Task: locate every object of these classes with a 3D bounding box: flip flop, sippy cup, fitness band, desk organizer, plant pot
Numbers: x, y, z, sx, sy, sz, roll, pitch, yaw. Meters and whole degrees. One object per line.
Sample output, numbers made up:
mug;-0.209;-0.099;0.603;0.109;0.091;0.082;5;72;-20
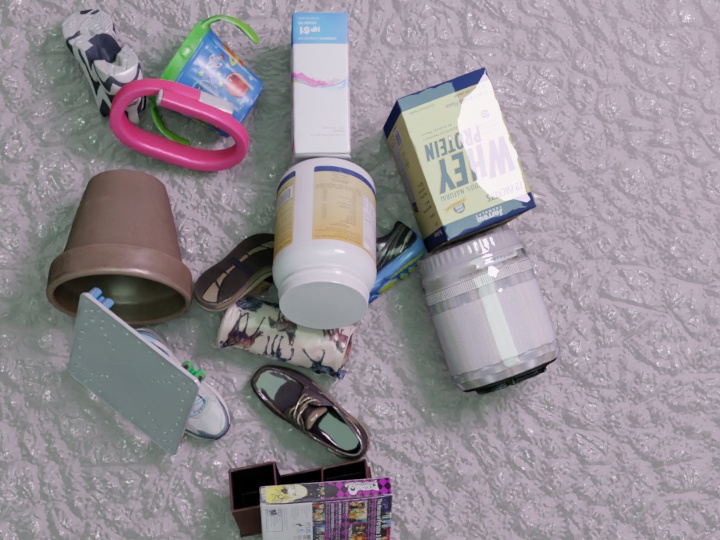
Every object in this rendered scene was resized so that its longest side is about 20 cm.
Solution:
flip flop;-0.158;0.009;1.576;0.080;0.058;0.199;31;46;23
sippy cup;-0.215;-0.265;1.593;0.130;0.178;0.141;35;54;-12
fitness band;-0.250;-0.198;1.544;0.197;0.144;0.038;18;56;-22
desk organizer;-0.082;0.307;1.549;0.196;0.078;0.073;-11;53;1
plant pot;-0.331;-0.038;1.541;0.196;0.201;0.178;-1;67;-5

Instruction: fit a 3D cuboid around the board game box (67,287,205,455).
board game box;-0.306;0.139;1.507;0.199;0.201;0.026;36;49;8

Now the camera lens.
camera lens;0.182;0.061;1.567;0.157;0.160;0.203;-18;87;-6

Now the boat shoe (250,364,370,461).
boat shoe;-0.067;0.199;1.584;0.198;0.073;0.075;32;83;-1

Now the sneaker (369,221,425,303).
sneaker;0.000;0.000;1.620;0.198;0.071;0.083;-34;66;-4

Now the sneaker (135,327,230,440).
sneaker;-0.265;0.166;1.564;0.200;0.086;0.078;44;83;0

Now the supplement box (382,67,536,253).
supplement box;0.134;-0.149;1.570;0.132;0.200;0.203;-20;88;-5

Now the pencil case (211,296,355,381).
pencil case;-0.109;0.097;1.588;0.196;0.078;0.091;15;106;-3

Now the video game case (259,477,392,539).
video game case;-0.047;0.367;1.527;0.178;0.036;0.202;-3;130;-5

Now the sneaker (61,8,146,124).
sneaker;-0.366;-0.283;1.605;0.079;0.131;0.199;-29;51;-25

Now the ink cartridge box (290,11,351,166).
ink cartridge box;-0.059;-0.250;1.590;0.083;0.145;0.204;-2;84;-5

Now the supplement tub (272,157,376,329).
supplement tub;-0.049;-0.037;1.525;0.142;0.145;0.203;4;57;-4
